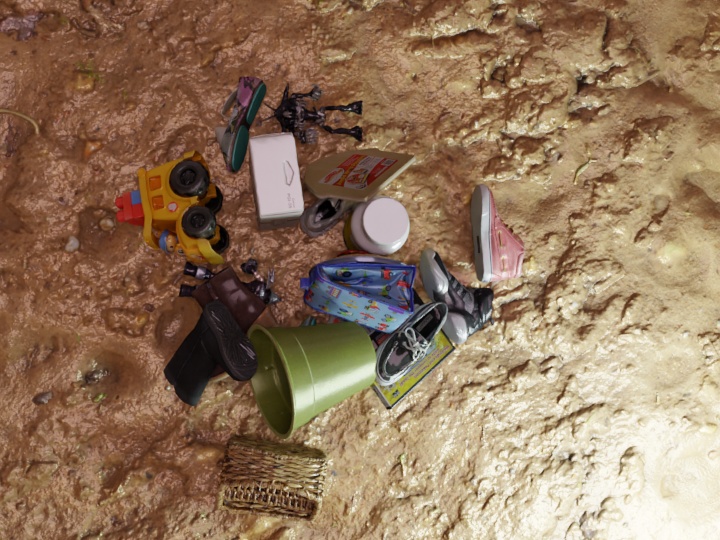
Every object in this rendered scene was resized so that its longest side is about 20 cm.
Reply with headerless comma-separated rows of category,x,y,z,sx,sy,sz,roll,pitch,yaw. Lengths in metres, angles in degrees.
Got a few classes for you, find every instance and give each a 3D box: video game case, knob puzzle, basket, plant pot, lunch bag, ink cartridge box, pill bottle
video game case,0.071,0.142,1.419,0.200,0.025,0.181,-37,92,-29
knob puzzle,-0.020,-0.182,1.383,0.218,0.220,0.031,-18,124,-9
basket,-0.166,0.403,1.339,0.198,0.143,0.151,12,84,-7
plant pot,-0.078,0.172,1.268,0.188,0.200,0.202,-12,88,-29
lunch bag,-0.015,0.044,1.314,0.198,0.151,0.095,9,68,-11
ink cartridge box,-0.162,-0.162,1.345,0.082,0.200,0.148,-8,87,-9
pill bottle,0.031,-0.081,1.369,0.111,0.200,0.114,1,85,-9

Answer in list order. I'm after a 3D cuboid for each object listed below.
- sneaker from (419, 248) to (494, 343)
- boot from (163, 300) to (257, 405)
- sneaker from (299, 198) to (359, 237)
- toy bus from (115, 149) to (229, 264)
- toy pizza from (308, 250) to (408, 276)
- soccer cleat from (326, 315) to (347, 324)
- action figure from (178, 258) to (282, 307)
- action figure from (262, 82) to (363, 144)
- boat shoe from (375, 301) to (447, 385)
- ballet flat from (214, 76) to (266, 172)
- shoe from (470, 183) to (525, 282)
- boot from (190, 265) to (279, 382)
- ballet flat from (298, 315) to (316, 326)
sneaker,0.200,0.039,1.456,0.113,0.075,0.202,-21,86,-18
boot,-0.273,0.180,1.287,0.065,0.200,0.166,4,46,-45
sneaker,-0.036,-0.147,1.425,0.075,0.081,0.200,43,80,-2
toy bus,-0.355,-0.100,1.338,0.190,0.136,0.202,-13,74,-2
toy pizza,0.000,0.000,1.365,0.198,0.200,0.032,2,71,-8
soccer cleat,-0.057,0.156,1.412,0.069,0.077,0.201,29,63,-17
action figure,-0.247,0.035,1.390,0.198,0.069,0.131,13,78,-11
action figure,-0.092,-0.308,1.417,0.198,0.102,0.120,2,98,-10
boat shoe,0.100,0.138,1.375,0.199,0.068,0.074,-42,93,-22
ballet flat,-0.246,-0.291,1.415,0.070,0.069,0.202,14,80,11
shoe,0.283,-0.078,1.477,0.090,0.071,0.202,-4,92,-10
boot,-0.262,0.102,1.348,0.199,0.072,0.167,-36,101,19
ballet flat,-0.131,0.185,1.399,0.073,0.074,0.202,8,82,-8
